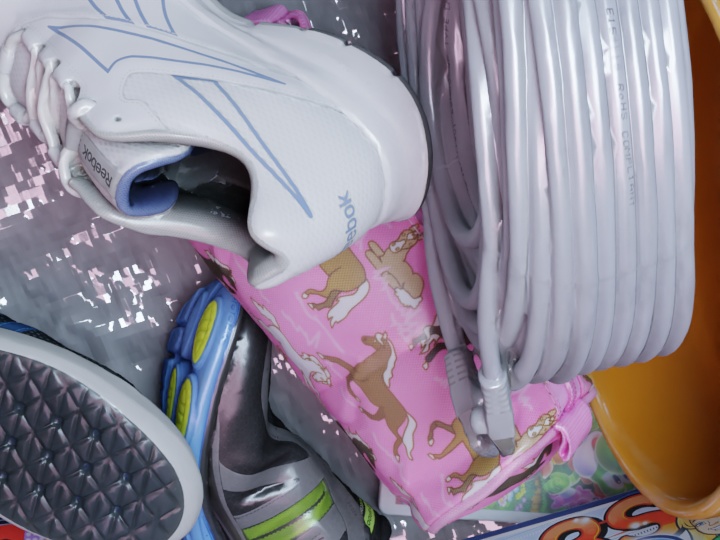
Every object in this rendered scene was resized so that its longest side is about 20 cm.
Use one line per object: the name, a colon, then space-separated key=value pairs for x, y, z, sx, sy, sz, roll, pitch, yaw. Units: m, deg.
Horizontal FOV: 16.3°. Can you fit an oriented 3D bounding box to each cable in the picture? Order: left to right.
cable: x=0.058 y=-0.064 z=0.801 sx=0.069 sy=0.201 sz=0.200 roll=-5 pitch=144 yaw=-6

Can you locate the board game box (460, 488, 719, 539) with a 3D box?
board game box: x=0.062 y=0.142 z=0.913 sx=0.199 sy=0.136 sz=0.035 roll=-17 pitch=115 yaw=3

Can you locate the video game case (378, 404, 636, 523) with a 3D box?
video game case: x=0.110 y=0.036 z=0.989 sx=0.199 sy=0.018 sz=0.144 roll=4 pitch=111 yaw=0

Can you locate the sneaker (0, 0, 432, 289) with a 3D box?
sneaker: x=-0.076 y=-0.061 z=0.823 sx=0.199 sy=0.087 sz=0.075 roll=25 pitch=132 yaw=23

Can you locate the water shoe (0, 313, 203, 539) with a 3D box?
water shoe: x=-0.144 y=0.037 z=0.959 sx=0.199 sy=0.079 sz=0.072 roll=27 pitch=112 yaw=1

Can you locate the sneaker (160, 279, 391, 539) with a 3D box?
sneaker: x=-0.032 y=0.092 z=0.995 sx=0.082 sy=0.071 sz=0.201 roll=-13 pitch=113 yaw=-6

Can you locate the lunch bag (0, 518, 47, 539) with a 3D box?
lunch bag: x=-0.146 y=0.179 z=0.951 sx=0.150 sy=0.200 sz=0.094 roll=-7 pitch=122 yaw=5

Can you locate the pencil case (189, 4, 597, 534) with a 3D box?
pencil case: x=0.000 y=0.000 z=0.912 sx=0.083 sy=0.087 sz=0.200 roll=-36 pitch=84 yaw=-13

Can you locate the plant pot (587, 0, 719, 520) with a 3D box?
plant pot: x=0.183 y=-0.025 z=0.870 sx=0.182 sy=0.200 sz=0.201 roll=-6 pitch=113 yaw=-15
